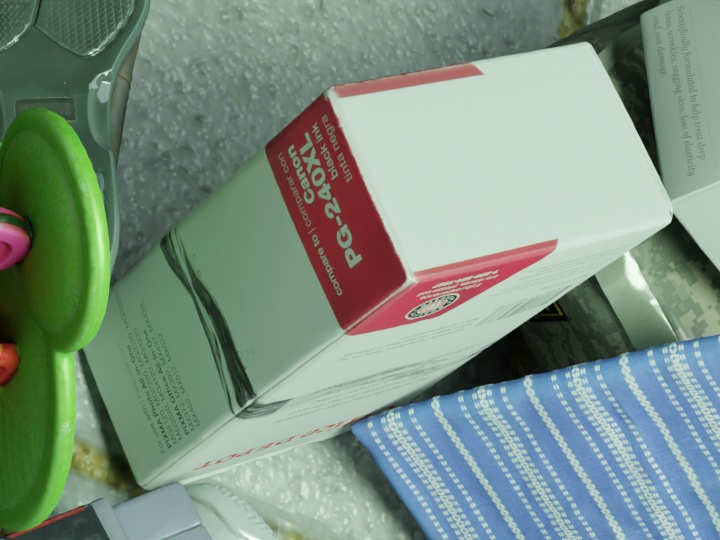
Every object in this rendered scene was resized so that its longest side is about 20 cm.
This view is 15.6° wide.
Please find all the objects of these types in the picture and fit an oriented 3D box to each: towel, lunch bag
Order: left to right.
[{"bbox_3d":[0.115,-0.019,1.161,0.164,0.117,0.200,63,17,-6],"label":"lunch bag"},{"bbox_3d":[0.113,0.095,1.094,0.145,0.200,0.024,57,32,-31],"label":"towel"}]

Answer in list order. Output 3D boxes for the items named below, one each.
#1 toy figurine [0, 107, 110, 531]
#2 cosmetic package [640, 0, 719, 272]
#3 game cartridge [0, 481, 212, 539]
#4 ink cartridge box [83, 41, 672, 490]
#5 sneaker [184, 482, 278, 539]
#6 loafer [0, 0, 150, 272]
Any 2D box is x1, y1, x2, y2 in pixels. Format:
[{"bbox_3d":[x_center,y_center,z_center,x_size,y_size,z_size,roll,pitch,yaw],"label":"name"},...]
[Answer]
[{"bbox_3d":[-0.201,0.024,0.891,0.184,0.200,0.150,-10,72,-29],"label":"toy figurine"},{"bbox_3d":[0.199,-0.027,1.107,0.200,0.081,0.113,46,31,-39],"label":"cosmetic package"},{"bbox_3d":[-0.126,0.161,0.939,0.200,0.038,0.130,-20,73,-27],"label":"game cartridge"},{"bbox_3d":[0.000,0.000,1.040,0.145,0.200,0.083,-14,74,-42],"label":"ink cartridge box"},{"bbox_3d":[-0.077,0.182,1.004,0.115,0.075,0.200,0,80,-43],"label":"sneaker"},{"bbox_3d":[-0.125,-0.069,1.063,0.072,0.063,0.200,6,66,-7],"label":"loafer"}]
